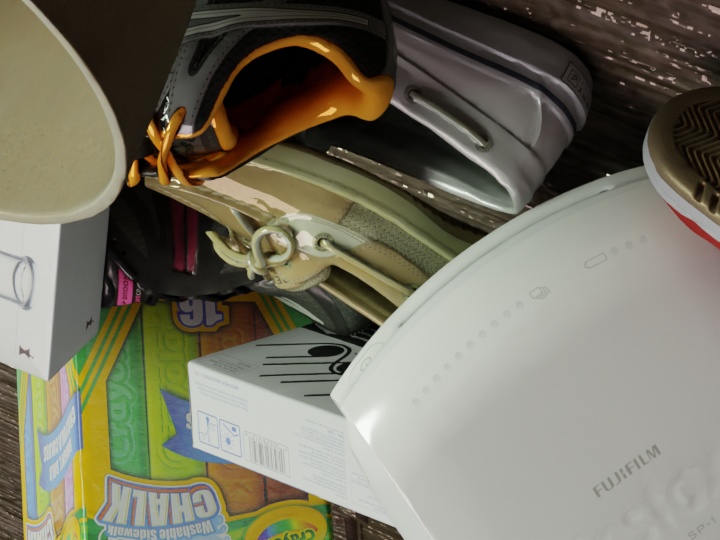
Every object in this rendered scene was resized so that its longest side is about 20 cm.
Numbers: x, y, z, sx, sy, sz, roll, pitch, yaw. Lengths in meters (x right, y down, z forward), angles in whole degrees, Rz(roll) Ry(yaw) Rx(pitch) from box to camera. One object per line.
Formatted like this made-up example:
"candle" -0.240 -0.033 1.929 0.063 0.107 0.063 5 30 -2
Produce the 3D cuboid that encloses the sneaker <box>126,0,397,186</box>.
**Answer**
"sneaker" -0.079 -0.063 0.947 0.078 0.199 0.077 65 -178 -54

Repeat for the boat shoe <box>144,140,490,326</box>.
"boat shoe" 0.000 0.000 1.039 0.200 0.063 0.073 25 173 -24

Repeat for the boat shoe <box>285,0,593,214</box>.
"boat shoe" -0.013 -0.079 1.020 0.199 0.067 0.074 18 154 23

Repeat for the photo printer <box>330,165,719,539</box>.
"photo printer" 0.096 0.072 1.013 0.201 0.166 0.069 56 177 -18

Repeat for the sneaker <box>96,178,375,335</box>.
"sneaker" -0.083 -0.010 1.207 0.199 0.084 0.077 22 156 9

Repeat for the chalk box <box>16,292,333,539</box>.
"chalk box" -0.089 0.109 1.271 0.124 0.201 0.124 0 163 -21

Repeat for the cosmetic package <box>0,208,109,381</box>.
"cosmetic package" -0.179 -0.068 1.137 0.150 0.052 0.201 19 125 15

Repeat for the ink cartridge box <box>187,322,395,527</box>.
"ink cartridge box" 0.022 0.069 1.148 0.199 0.094 0.045 17 116 47

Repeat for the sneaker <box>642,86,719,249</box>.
"sneaker" 0.187 0.009 0.976 0.199 0.071 0.113 25 152 4

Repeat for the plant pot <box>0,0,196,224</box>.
"plant pot" -0.107 -0.150 0.819 0.186 0.201 0.188 24 156 12
